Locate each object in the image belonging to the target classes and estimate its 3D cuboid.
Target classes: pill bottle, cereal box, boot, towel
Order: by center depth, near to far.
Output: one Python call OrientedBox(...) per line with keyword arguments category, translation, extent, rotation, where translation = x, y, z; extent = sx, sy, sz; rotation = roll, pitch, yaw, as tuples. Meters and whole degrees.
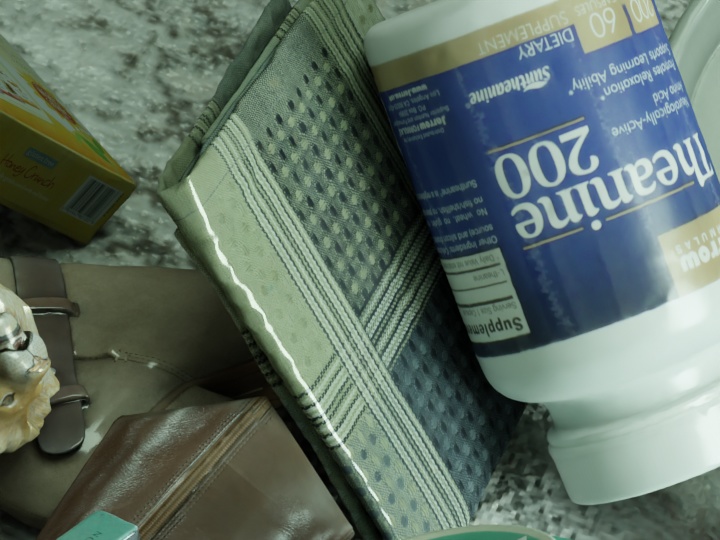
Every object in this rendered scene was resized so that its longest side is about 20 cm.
OrientedBox(category="boot", translation=(-0.121, 0.099, 0.946), extent=(0.186, 0.064, 0.200), rotation=(30, 53, 10))
OrientedBox(category="towel", translation=(0.000, 0.000, 1.053), extent=(0.035, 0.200, 0.193), rotation=(-17, 24, 30))
OrientedBox(category="pill bottle", translation=(0.085, -0.017, 1.055), extent=(0.111, 0.111, 0.200), rotation=(-24, 96, -34))
OrientedBox(category="boot", translation=(-0.086, 0.021, 1.073), extent=(0.146, 0.070, 0.200), rotation=(15, 44, 0))
OrientedBox(category="cereal box", translation=(-0.192, -0.102, 1.126), extent=(0.200, 0.040, 0.144), rotation=(46, 8, 28))

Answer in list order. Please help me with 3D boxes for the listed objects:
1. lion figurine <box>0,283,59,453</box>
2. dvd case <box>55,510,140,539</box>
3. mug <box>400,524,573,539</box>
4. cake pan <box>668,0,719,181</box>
OrientedBox(category="lion figurine", translation=(-0.205, 0.048, 0.941), extent=(0.200, 0.123, 0.072), rotation=(-33, 25, -20))
OrientedBox(category="dvd case", translation=(-0.109, 0.188, 0.811), extent=(0.022, 0.200, 0.146), rotation=(19, 39, 36))
OrientedBox(category="mug", translation=(0.028, 0.150, 0.911), extent=(0.152, 0.114, 0.185), rotation=(-23, 18, -28))
OrientedBox(category="cake pan", translation=(0.219, -0.055, 1.120), extent=(0.200, 0.037, 0.200), rotation=(-2, 71, 6))
